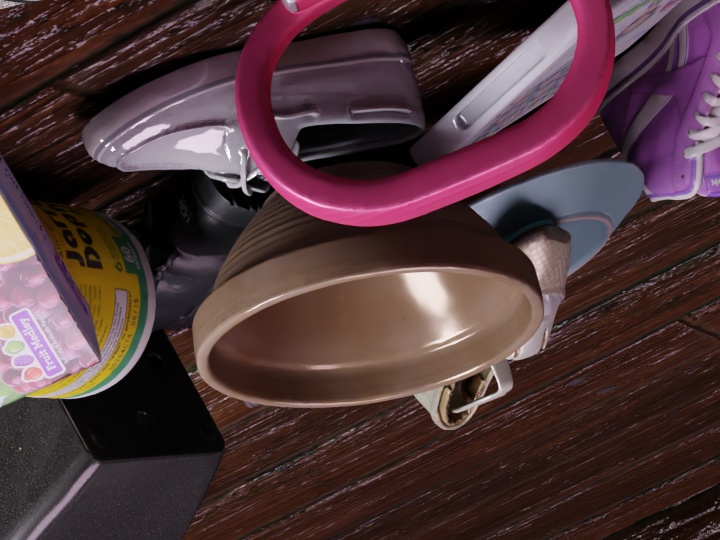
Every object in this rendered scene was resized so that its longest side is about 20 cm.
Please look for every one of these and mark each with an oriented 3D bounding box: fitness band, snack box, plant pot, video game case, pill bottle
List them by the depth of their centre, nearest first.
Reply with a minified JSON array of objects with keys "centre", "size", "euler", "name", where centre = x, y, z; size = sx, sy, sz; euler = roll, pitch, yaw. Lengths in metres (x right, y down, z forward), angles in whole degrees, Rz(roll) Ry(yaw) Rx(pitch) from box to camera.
[{"centre":[-0.232,-0.008,1.328],"size":[0.142,0.053,0.200],"euler":[-23,129,4],"name":"snack box"},{"centre":[0.032,-0.105,1.382],"size":[0.199,0.144,0.037],"euler":[-23,163,1],"name":"fitness band"},{"centre":[-0.208,0.012,1.496],"size":[0.112,0.113,0.200],"euler":[-29,163,23],"name":"pill bottle"},{"centre":[0.138,-0.140,1.534],"size":[0.200,0.024,0.182],"euler":[-34,175,-41],"name":"video game case"},{"centre":[0.000,0.000,1.548],"size":[0.200,0.093,0.201],"euler":[-7,157,-3],"name":"plant pot"},{"centre":[-0.207,0.108,1.699],"size":[0.177,0.201,0.199],"euler":[-42,157,27],"name":"plant pot"}]

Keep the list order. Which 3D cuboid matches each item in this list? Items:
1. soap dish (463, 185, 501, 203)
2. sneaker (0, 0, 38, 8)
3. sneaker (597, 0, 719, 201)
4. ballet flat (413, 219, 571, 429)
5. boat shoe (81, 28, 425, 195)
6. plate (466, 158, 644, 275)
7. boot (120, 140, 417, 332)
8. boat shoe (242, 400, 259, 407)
[{"centre":[0.021,-0.009,1.803],"size":[0.157,0.082,0.200],"euler":[-28,164,20],"name":"soap dish"},{"centre":[-0.166,-0.142,1.144],"size":[0.199,0.078,0.085],"euler":[-11,169,-9],"name":"sneaker"},{"centre":[0.227,-0.112,1.693],"size":[0.072,0.115,0.201],"euler":[-12,160,-29],"name":"sneaker"},{"centre":[0.089,0.039,1.701],"size":[0.067,0.063,0.200],"euler":[-15,159,-29],"name":"ballet flat"},{"centre":[-0.054,-0.078,1.493],"size":[0.199,0.069,0.072],"euler":[-13,162,-32],"name":"boat shoe"},{"centre":[0.094,-0.009,1.716],"size":[0.199,0.026,0.200],"euler":[-23,161,-8],"name":"plate"},{"centre":[-0.061,-0.019,1.670],"size":[0.197,0.074,0.162],"euler":[-1,152,-36],"name":"boot"},{"centre":[-0.070,0.042,1.888],"size":[0.073,0.075,0.200],"euler":[-32,173,-3],"name":"boat shoe"}]
